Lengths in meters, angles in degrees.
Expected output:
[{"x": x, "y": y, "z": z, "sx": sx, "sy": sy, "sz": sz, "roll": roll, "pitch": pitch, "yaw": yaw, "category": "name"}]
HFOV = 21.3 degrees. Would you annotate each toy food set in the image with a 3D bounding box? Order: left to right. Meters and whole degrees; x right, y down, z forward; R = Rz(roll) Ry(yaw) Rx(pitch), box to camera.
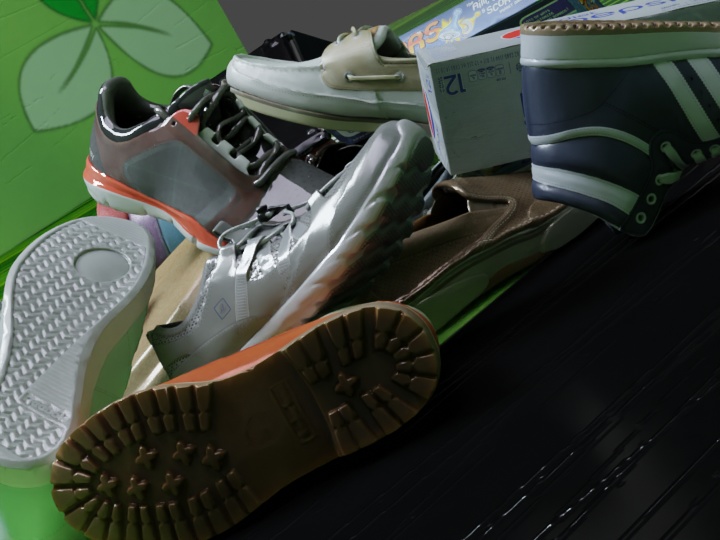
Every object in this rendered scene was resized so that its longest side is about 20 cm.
[{"x": -0.113, "y": 0.043, "z": 1.145, "sx": 0.200, "sy": 0.049, "sz": 0.198, "roll": -50, "pitch": 13, "yaw": 12, "category": "toy food set"}]

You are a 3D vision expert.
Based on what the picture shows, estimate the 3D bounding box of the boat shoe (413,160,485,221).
[{"x": 0.000, "y": 0.000, "z": 1.126, "sx": 0.199, "sy": 0.062, "sz": 0.073, "roll": -34, "pitch": 11, "yaw": -17, "category": "boat shoe"}]

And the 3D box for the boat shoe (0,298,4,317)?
[{"x": -0.197, "y": 0.064, "z": 1.085, "sx": 0.202, "sy": 0.075, "sz": 0.086, "roll": -46, "pitch": 14, "yaw": -26, "category": "boat shoe"}]

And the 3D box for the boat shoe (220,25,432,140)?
[{"x": 0.008, "y": -0.124, "z": 1.232, "sx": 0.198, "sy": 0.069, "sz": 0.075, "roll": 10, "pitch": 16, "yaw": 13, "category": "boat shoe"}]

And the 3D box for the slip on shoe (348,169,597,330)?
[{"x": 0.066, "y": -0.027, "z": 1.068, "sx": 0.199, "sy": 0.061, "sz": 0.076, "roll": -34, "pitch": 10, "yaw": -21, "category": "slip on shoe"}]

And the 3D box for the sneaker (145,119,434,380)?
[{"x": -0.042, "y": -0.006, "z": 0.988, "sx": 0.200, "sy": 0.082, "sz": 0.075, "roll": -50, "pitch": -13, "yaw": 16, "category": "sneaker"}]

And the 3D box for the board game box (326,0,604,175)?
[{"x": 0.085, "y": -0.121, "z": 1.298, "sx": 0.199, "sy": 0.135, "sz": 0.035, "roll": -25, "pitch": 48, "yaw": 28, "category": "board game box"}]

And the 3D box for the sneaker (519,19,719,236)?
[{"x": 0.180, "y": -0.073, "z": 0.988, "sx": 0.198, "sy": 0.109, "sz": 0.070, "roll": 1, "pitch": 9, "yaw": 1, "category": "sneaker"}]

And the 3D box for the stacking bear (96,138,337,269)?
[{"x": -0.097, "y": -0.045, "z": 1.519, "sx": 0.199, "sy": 0.115, "sz": 0.121, "roll": -21, "pitch": -3, "yaw": 8, "category": "stacking bear"}]

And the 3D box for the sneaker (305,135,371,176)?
[{"x": 0.007, "y": -0.051, "z": 1.216, "sx": 0.200, "sy": 0.074, "sz": 0.107, "roll": -57, "pitch": -8, "yaw": -51, "category": "sneaker"}]

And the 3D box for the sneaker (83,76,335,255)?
[{"x": -0.081, "y": -0.064, "z": 1.090, "sx": 0.199, "sy": 0.083, "sz": 0.077, "roll": 15, "pitch": 29, "yaw": 27, "category": "sneaker"}]

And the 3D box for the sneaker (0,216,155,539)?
[{"x": -0.157, "y": 0.067, "z": 1.016, "sx": 0.073, "sy": 0.119, "sz": 0.201, "roll": 10, "pitch": 43, "yaw": 5, "category": "sneaker"}]

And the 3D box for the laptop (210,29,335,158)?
[{"x": -0.040, "y": -0.098, "z": 1.473, "sx": 0.199, "sy": 0.103, "sz": 0.178, "roll": -33, "pitch": 34, "yaw": 6, "category": "laptop"}]

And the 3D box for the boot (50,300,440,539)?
[{"x": -0.050, "y": 0.071, "z": 0.921, "sx": 0.199, "sy": 0.076, "sz": 0.107, "roll": -23, "pitch": 5, "yaw": 9, "category": "boot"}]

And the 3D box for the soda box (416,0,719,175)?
[{"x": 0.136, "y": -0.112, "z": 1.104, "sx": 0.198, "sy": 0.069, "sz": 0.063, "roll": -13, "pitch": 15, "yaw": -2, "category": "soda box"}]
